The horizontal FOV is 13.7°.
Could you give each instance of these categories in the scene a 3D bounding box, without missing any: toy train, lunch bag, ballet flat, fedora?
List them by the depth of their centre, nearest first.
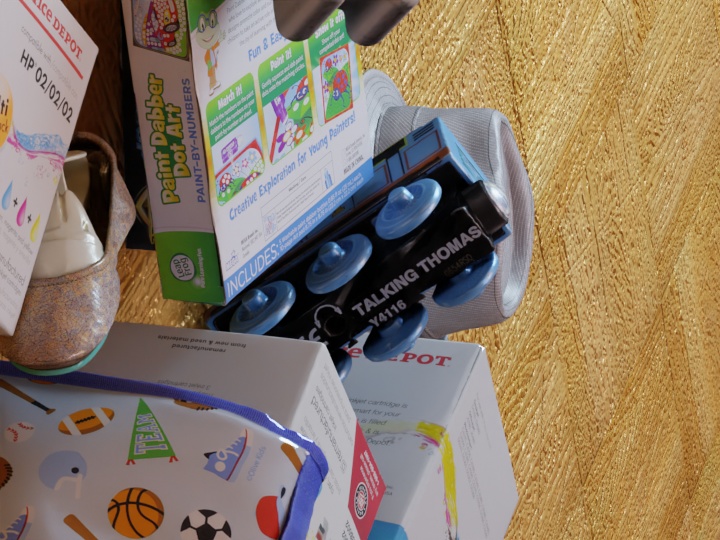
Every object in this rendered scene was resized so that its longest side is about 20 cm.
[{"bbox_3d":[-0.129,0.144,1.444,0.124,0.200,0.170,71,31,-45],"label":"lunch bag"},{"bbox_3d":[-0.153,-0.016,1.496,0.200,0.068,0.067,-92,175,-66],"label":"ballet flat"},{"bbox_3d":[0.000,0.000,1.773,0.087,0.200,0.114,50,12,-24],"label":"toy train"},{"bbox_3d":[0.062,-0.040,1.980,0.177,0.090,0.200,33,53,-69],"label":"fedora"}]

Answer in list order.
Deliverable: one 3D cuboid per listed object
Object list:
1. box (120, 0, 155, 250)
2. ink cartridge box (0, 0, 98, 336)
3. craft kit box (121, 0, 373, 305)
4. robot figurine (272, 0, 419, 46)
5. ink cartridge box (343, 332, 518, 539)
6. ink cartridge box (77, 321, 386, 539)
[{"bbox_3d":[-0.075,-0.105,1.730,0.200,0.046,0.159,-24,116,-65],"label":"box"},{"bbox_3d":[-0.188,-0.084,1.421,0.115,0.068,0.200,54,45,-60],"label":"ink cartridge box"},{"bbox_3d":[-0.060,-0.109,1.652,0.200,0.048,0.198,-42,134,-57],"label":"craft kit box"},{"bbox_3d":[-0.016,-0.219,1.567,0.170,0.113,0.200,3,69,-28],"label":"robot figurine"},{"bbox_3d":[-0.008,0.155,1.823,0.200,0.147,0.146,-64,150,-41],"label":"ink cartridge box"},{"bbox_3d":[-0.095,0.151,1.607,0.145,0.145,0.200,69,34,-49],"label":"ink cartridge box"}]
